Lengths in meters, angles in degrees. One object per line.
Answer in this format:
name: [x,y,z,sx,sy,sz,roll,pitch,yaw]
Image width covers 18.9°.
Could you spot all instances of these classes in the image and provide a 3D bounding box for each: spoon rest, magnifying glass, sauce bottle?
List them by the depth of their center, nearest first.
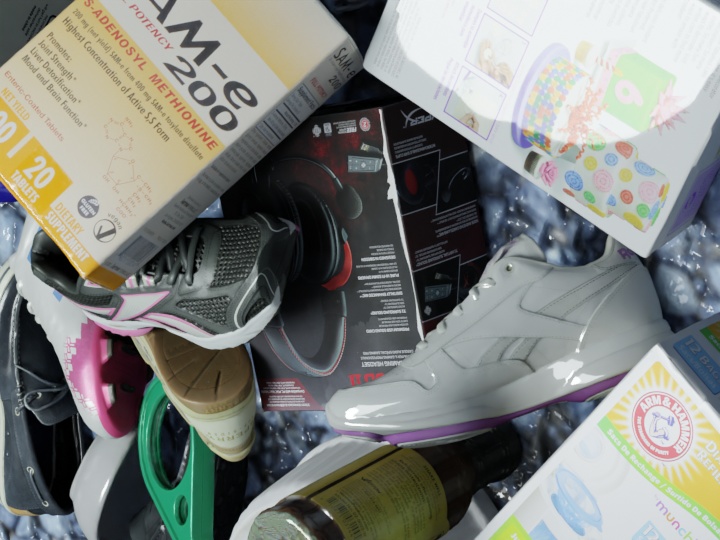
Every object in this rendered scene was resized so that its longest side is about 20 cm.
sauce bottle: [0.021,0.132,1.238,0.064,0.199,0.065,16,115,38]
magnifying glass: [-0.107,0.160,1.378,0.080,0.022,0.201,-43,51,48]
spoon rest: [-0.173,0.173,1.510,0.060,0.100,0.200,27,138,3]

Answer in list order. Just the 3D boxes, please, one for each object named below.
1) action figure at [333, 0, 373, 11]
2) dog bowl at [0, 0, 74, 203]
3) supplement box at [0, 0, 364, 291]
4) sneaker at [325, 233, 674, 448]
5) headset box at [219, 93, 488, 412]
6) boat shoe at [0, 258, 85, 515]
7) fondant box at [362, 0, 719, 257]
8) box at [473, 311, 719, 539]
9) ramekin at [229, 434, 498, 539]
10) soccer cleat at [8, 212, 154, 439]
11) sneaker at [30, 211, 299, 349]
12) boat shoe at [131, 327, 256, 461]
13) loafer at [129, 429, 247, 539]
action figure: [-0.030,-0.217,1.266,0.199,0.069,0.131,4,101,37]
dog bowl: [-0.220,-0.144,1.365,0.078,0.200,0.201,-2,102,40]
supplement box: [-0.113,-0.102,1.217,0.200,0.074,0.126,-43,79,1]
sneaker: [0.072,0.039,1.207,0.075,0.199,0.100,92,161,-83]
headset box: [0.000,0.000,1.300,0.148,0.075,0.201,-3,102,42]
boat shoe: [-0.224,0.083,1.526,0.062,0.074,0.201,13,111,33]
fondant box: [0.113,-0.124,1.158,0.200,0.058,0.145,36,125,19]
box: [0.167,0.124,1.174,0.113,0.101,0.200,51,130,16]
ramekin: [0.000,0.206,1.352,0.202,0.094,0.204,14,112,39]
soccer cleat: [-0.193,0.019,1.458,0.086,0.070,0.201,-13,75,23]
sneaker: [-0.125,0.000,1.283,0.199,0.086,0.081,-11,63,44]
boat shoe: [-0.113,0.041,1.384,0.200,0.073,0.063,-114,9,-50]
loafer: [-0.124,0.178,1.467,0.070,0.068,0.202,23,123,15]
